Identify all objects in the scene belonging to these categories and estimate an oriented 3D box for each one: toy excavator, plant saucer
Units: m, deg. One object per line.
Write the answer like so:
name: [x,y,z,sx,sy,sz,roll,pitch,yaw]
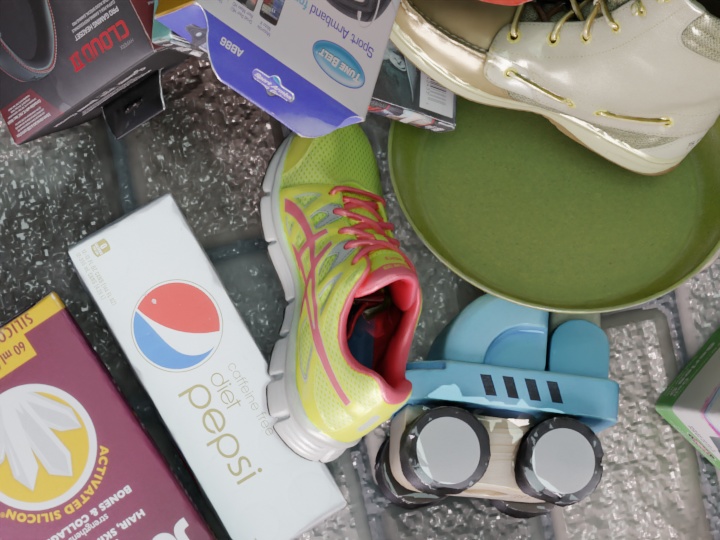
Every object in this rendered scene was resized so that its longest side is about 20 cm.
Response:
toy excavator: [0.109,0.037,1.211,0.193,0.100,0.201,6,78,-8]
plant saucer: [0.113,-0.055,1.205,0.199,0.031,0.201,2,58,-3]

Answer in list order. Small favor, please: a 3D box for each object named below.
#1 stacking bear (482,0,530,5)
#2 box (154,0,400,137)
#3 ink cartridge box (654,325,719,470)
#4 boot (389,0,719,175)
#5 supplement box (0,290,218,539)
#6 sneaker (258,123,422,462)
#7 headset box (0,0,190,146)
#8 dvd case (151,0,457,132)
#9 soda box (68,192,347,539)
stacking bear: [0.057,-0.254,1.070,0.113,0.121,0.201,14,75,19]
box: [-0.030,-0.167,1.095,0.119,0.041,0.201,33,65,-33]
ink cartridge box: [0.258,0.096,1.166,0.145,0.200,0.088,43,84,-4]
boot: [0.119,-0.136,1.119,0.199,0.155,0.072,26,60,-11]
supplement box: [-0.158,0.125,1.171,0.110,0.086,0.201,-34,92,-8]
sneaker: [0.000,0.000,1.172,0.078,0.090,0.201,13,64,-37]
headset box: [-0.157,-0.170,1.148,0.075,0.148,0.201,-26,92,-42]
dvd case: [-0.022,-0.165,1.141,0.199,0.022,0.147,13,74,-39]
soda box: [-0.087,0.060,1.195,0.068,0.064,0.201,-30,92,-8]
